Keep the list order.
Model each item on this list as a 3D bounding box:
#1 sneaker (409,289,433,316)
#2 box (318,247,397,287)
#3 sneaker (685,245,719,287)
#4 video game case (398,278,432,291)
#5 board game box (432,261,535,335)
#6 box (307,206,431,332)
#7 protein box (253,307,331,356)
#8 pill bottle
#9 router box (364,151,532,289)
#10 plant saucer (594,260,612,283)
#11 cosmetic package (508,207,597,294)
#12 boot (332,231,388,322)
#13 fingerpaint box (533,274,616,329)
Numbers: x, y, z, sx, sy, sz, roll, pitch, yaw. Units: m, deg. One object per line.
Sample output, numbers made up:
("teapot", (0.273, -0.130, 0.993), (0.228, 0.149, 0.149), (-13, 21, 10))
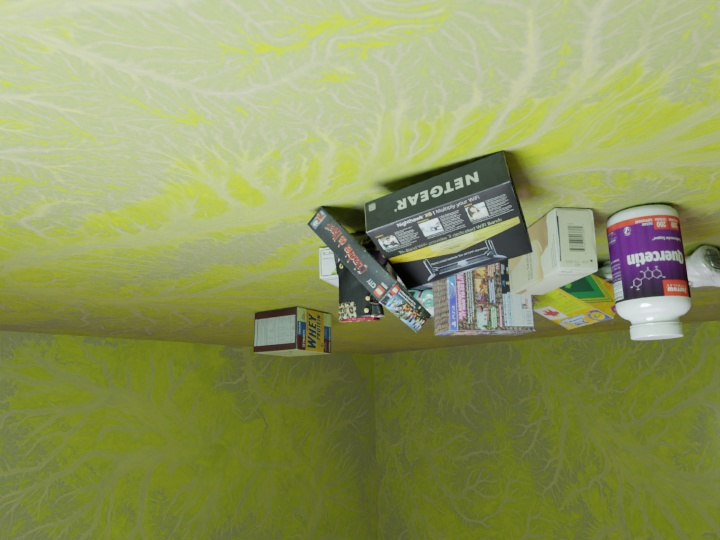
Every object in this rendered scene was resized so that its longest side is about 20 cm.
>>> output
("sneaker", (0.201, 0.092, 1.395), (0.192, 0.081, 0.140), (6, 170, 15))
("box", (0.000, 0.000, 1.104), (0.112, 0.063, 0.200), (-6, 166, 18))
("sneaker", (0.758, 0.002, 1.141), (0.194, 0.081, 0.099), (15, 153, -22))
("video game case", (0.118, 0.044, 1.382), (0.195, 0.024, 0.179), (10, 163, -39))
("board game box", (0.260, 0.053, 1.132), (0.192, 0.166, 0.097), (2, 167, -11))
("box", (0.013, -0.002, 0.811), (0.038, 0.200, 0.136), (-45, 143, 2))
("protein box", (-0.232, 0.216, 1.815), (0.194, 0.140, 0.196), (-9, 164, 31))
("pill bottle", (0.470, 0.005, 0.860), (0.108, 0.208, 0.113), (-2, 167, 0))
("router box", (0.123, -0.058, 0.722), (0.194, 0.054, 0.158), (-17, 143, 19))
("plant saucer", (0.611, 0.005, 1.209), (0.192, 0.052, 0.201), (-2, 167, 0))
("cosmetic package", (0.332, -0.027, 0.933), (0.068, 0.109, 0.200), (2, 165, -6))
("boot", (0.030, 0.007, 0.931), (0.194, 0.157, 0.072), (-10, 165, 33))
("fingerpaint box", (0.471, 0.055, 1.220), (0.163, 0.075, 0.200), (28, 165, 1))
